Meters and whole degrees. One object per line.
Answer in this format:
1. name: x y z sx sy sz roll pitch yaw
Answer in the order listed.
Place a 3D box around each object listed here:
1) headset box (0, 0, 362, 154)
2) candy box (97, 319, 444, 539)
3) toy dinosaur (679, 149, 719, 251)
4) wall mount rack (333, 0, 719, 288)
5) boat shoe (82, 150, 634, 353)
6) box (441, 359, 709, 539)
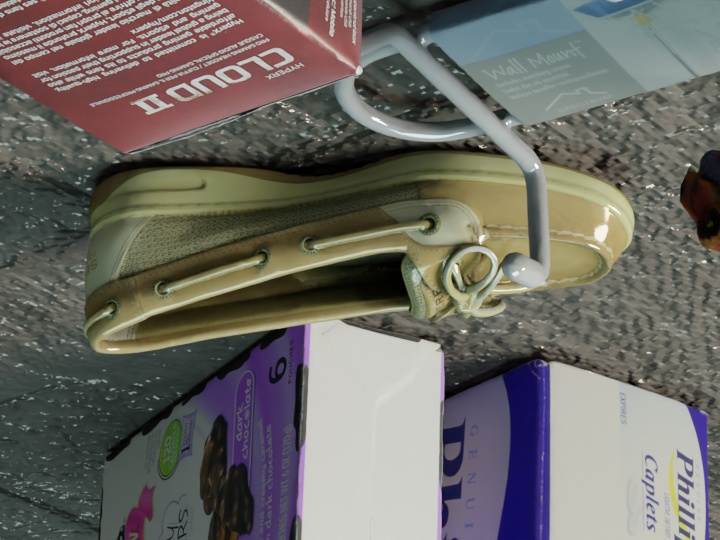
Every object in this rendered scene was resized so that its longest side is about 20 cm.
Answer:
1. headset box: -0.071 -0.129 0.556 0.075 0.149 0.200 -16 149 32
2. candy box: -0.045 0.134 1.083 0.071 0.168 0.200 15 151 -26
3. toy dinosaur: 0.078 -0.100 0.570 0.105 0.182 0.200 -19 147 37
4. wall mount rack: 0.064 -0.061 0.778 0.200 0.075 0.174 -15 149 29
5. boat shoe: -0.001 -0.001 0.918 0.200 0.063 0.073 1 155 2
6. box: 0.051 0.159 1.114 0.105 0.184 0.200 22 147 -33
